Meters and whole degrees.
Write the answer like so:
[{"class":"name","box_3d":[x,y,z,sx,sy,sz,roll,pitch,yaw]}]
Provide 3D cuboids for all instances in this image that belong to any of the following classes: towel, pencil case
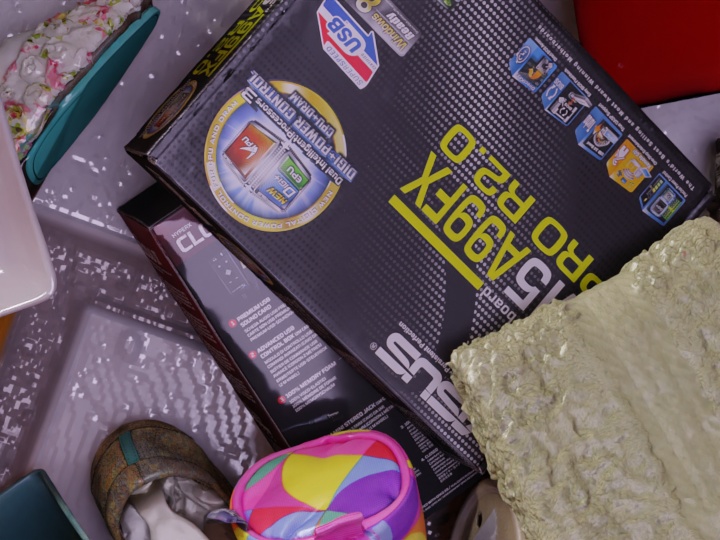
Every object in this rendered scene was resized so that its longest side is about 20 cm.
[{"class":"towel","box_3d":[0.135,0.092,0.981,0.148,0.036,0.201,-27,82,-12]},{"class":"pencil case","box_3d":[-0.001,0.165,1.013,0.088,0.088,0.201,-20,120,-13]}]

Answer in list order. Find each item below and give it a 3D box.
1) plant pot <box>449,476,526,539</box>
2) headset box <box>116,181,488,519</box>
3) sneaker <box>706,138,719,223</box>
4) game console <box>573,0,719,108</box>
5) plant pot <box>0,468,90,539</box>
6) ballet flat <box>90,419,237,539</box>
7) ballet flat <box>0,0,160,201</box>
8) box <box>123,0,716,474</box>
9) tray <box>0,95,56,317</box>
[{"class":"plant pot","box_3d":[0.142,0.150,1.066,0.199,0.187,0.189,9,95,-17]},{"class":"headset box","box_3d":[0.000,0.000,1.060,0.148,0.075,0.201,-36,106,-9]},{"class":"sneaker","box_3d":[0.187,-0.024,1.127,0.075,0.070,0.201,30,83,-2]},{"class":"game console","box_3d":[0.181,-0.177,1.094,0.171,0.119,0.201,-10,83,16]},{"class":"plant pot","box_3d":[-0.125,0.222,1.025,0.141,0.141,0.201,-35,113,-9]},{"class":"ballet flat","box_3d":[-0.053,0.156,1.072,0.071,0.071,0.201,-35,106,-9]},{"class":"ballet flat","box_3d":[-0.160,-0.045,1.011,0.064,0.076,0.201,32,84,1]},{"class":"box","box_3d":[0.028,-0.041,1.000,0.200,0.044,0.160,44,81,-18]},{"class":"tray","box_3d":[-0.224,-0.008,0.980,0.199,0.022,0.108,-19,83,10]}]
